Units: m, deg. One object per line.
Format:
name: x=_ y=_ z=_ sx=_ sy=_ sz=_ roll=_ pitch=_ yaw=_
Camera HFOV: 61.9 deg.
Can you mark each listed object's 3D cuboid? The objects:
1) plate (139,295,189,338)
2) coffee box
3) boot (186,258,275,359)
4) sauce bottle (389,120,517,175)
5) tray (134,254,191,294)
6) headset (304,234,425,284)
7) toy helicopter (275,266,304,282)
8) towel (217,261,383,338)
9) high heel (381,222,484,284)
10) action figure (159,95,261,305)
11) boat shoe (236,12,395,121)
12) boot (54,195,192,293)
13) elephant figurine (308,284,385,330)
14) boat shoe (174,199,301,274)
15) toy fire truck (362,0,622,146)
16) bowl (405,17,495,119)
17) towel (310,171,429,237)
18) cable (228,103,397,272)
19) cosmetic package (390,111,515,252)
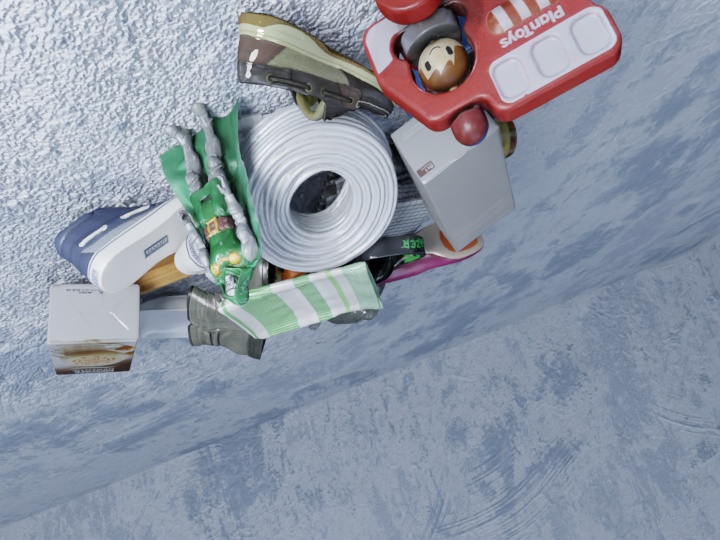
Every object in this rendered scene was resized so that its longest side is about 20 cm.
plate: x=-0.281 y=0.077 z=1.025 sx=0.193 sy=0.033 sz=0.200 roll=-1 pitch=161 yaw=-20
coffee box: x=-0.381 y=0.089 z=0.864 sx=0.111 sy=0.083 sz=0.200 roll=1 pitch=160 yaw=-23
boot: x=-0.197 y=0.043 z=0.889 sx=0.126 sy=0.068 sz=0.205 roll=12 pitch=120 yaw=-3
sauce bottle: x=0.123 y=-0.170 z=0.831 sx=0.194 sy=0.068 sz=0.066 roll=-14 pitch=161 yaw=-19
tray: x=-0.243 y=-0.028 z=0.837 sx=0.194 sy=0.038 sz=0.099 roll=-20 pitch=162 yaw=-6
headset: x=0.000 y=0.000 z=0.832 sx=0.195 sy=0.098 sz=0.122 roll=-13 pitch=172 yaw=36
toy helicopter: x=-0.102 y=-0.010 z=1.001 sx=0.132 sy=0.080 sz=0.198 roll=-44 pitch=166 yaw=35
towel: x=-0.073 y=0.044 z=0.792 sx=0.193 sy=0.024 sz=0.153 roll=-13 pitch=157 yaw=7
high heel: x=0.095 y=-0.021 z=0.950 sx=0.192 sy=0.070 sz=0.097 roll=-4 pitch=152 yaw=-10
action figure: x=-0.142 y=-0.061 z=0.589 sx=0.116 sy=0.205 sz=0.054 roll=-30 pitch=160 yaw=24
boat shoe: x=-0.040 y=-0.177 z=0.573 sx=0.196 sy=0.072 sz=0.067 roll=11 pitch=102 yaw=-46
boot: x=-0.250 y=-0.059 z=0.702 sx=0.199 sy=0.089 sz=0.074 roll=-40 pitch=151 yaw=-43
elephant figurine: x=-0.001 y=0.037 z=1.185 sx=0.149 sy=0.147 sz=0.200 roll=4 pitch=-175 yaw=13
boat shoe: x=-0.151 y=-0.044 z=0.755 sx=0.069 sy=0.072 sz=0.199 roll=-25 pitch=-173 yaw=37
toy fire truck: x=0.104 y=-0.206 z=0.527 sx=0.195 sy=0.173 sz=0.112 roll=-26 pitch=162 yaw=13
bowl: x=0.141 y=-0.232 z=0.713 sx=0.195 sy=0.040 sz=0.201 roll=-20 pitch=162 yaw=-7
towel: x=0.017 y=-0.096 z=0.883 sx=0.195 sy=0.088 sz=0.166 roll=-14 pitch=162 yaw=-31
cable: x=-0.049 y=-0.092 z=0.687 sx=0.194 sy=0.070 sz=0.204 roll=-20 pitch=132 yaw=-6
cosmetic package: x=0.120 y=-0.118 z=0.740 sx=0.105 sy=0.091 sz=0.200 roll=-34 pitch=149 yaw=3
